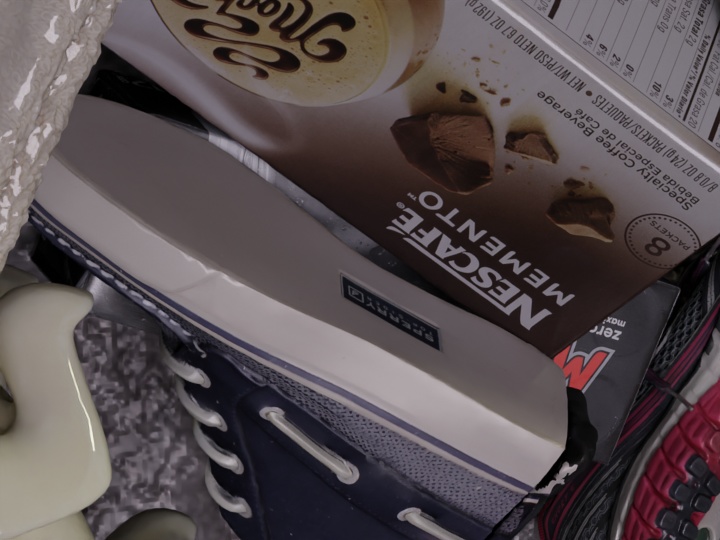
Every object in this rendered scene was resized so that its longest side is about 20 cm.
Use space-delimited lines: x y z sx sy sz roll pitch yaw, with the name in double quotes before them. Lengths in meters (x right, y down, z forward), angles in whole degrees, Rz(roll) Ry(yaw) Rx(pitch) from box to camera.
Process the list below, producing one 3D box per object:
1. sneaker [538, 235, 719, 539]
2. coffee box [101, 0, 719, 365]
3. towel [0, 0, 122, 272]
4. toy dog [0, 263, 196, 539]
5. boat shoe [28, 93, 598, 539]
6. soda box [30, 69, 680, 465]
"sneaker" 0.128 0.026 0.891 0.081 0.075 0.201 40 78 -36
"coffee box" 0.020 -0.076 0.757 0.200 0.113 0.080 36 48 -13
"towel" -0.118 -0.097 0.670 0.132 0.034 0.201 25 87 15
"toy dog" -0.146 0.073 0.731 0.194 0.140 0.200 -40 114 -2
"boat shoe" -0.034 0.033 0.762 0.199 0.075 0.093 32 116 -12
"soda box" 0.000 0.000 0.835 0.199 0.063 0.071 17 101 -25
